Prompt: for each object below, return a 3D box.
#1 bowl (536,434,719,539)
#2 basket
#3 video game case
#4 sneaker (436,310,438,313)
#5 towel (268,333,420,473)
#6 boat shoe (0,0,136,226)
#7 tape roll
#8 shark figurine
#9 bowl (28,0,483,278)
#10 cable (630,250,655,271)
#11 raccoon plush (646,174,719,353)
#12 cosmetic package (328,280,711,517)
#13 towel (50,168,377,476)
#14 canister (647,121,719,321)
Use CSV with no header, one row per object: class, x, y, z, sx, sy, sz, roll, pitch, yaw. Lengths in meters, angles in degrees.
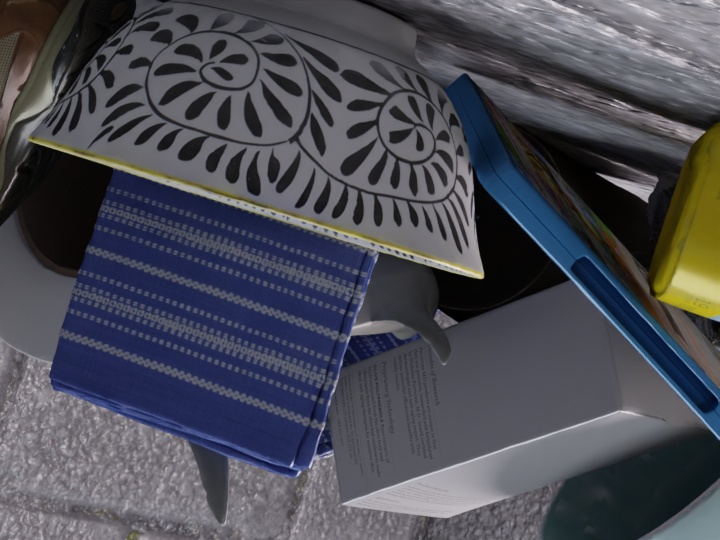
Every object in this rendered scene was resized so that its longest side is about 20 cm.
bowl,0.210,0.137,1.156,0.105,0.201,0.201,48,175,-9
basket,0.104,-0.012,1.216,0.180,0.136,0.200,34,-177,28
video game case,0.115,0.003,0.911,0.200,0.018,0.143,46,-169,-19
sneaker,0.000,0.000,1.245,0.078,0.070,0.200,0,-177,16
towel,-0.025,0.053,1.236,0.200,0.024,0.145,-9,-126,-50
boat shoe,-0.184,-0.086,1.002,0.074,0.200,0.076,36,-146,0
tape roll,-0.110,-0.039,1.105,0.202,0.203,0.139,17,180,30
shark figurine,-0.003,0.035,1.021,0.089,0.128,0.214,39,-138,21
bowl,-0.030,-0.069,0.837,0.200,0.095,0.201,17,-179,0
cable,0.202,0.013,1.204,0.199,0.097,0.050,3,-127,-36
raccoon plush,0.242,-0.012,1.062,0.133,0.097,0.200,3,-147,-7
cosmetic package,0.089,0.076,1.129,0.200,0.085,0.107,-23,155,34
towel,-0.059,-0.015,0.967,0.144,0.201,0.024,18,177,17
canister,0.229,0.005,0.838,0.199,0.087,0.149,19,-178,5
